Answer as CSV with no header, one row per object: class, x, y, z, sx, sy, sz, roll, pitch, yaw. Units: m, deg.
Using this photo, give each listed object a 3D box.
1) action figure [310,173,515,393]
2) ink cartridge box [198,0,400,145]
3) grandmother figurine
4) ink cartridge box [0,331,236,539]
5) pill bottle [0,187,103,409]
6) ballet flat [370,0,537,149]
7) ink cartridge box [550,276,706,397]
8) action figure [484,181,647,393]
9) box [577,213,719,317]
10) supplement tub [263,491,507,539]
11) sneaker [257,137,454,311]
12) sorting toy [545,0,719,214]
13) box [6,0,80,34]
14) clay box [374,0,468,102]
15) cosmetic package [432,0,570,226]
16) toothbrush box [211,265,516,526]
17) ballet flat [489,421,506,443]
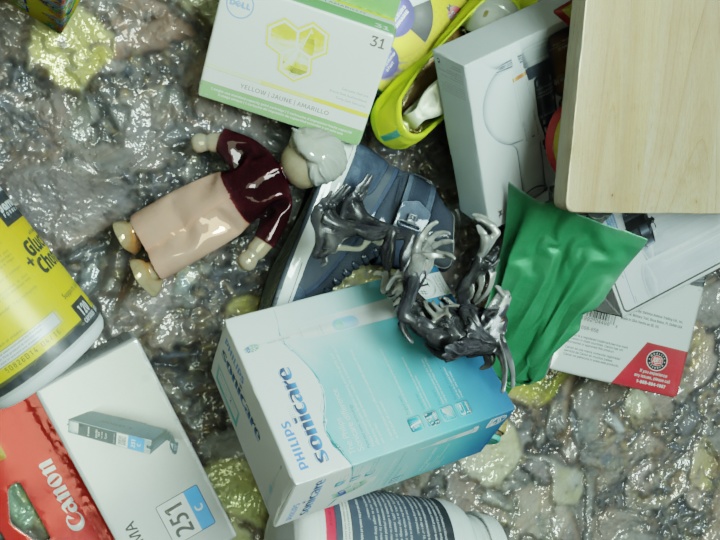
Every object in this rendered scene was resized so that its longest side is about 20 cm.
action figure,0.056,0.001,0.763,0.199,0.119,0.103,39,110,16
ink cartridge box,-0.038,-0.216,0.797,0.144,0.048,0.201,17,123,-6
grandmother figurine,-0.104,-0.062,0.822,0.198,0.061,0.122,-26,93,3
ink cartridge box,-0.226,0.182,0.842,0.175,0.045,0.202,-28,103,-13
pill bottle,-0.299,-0.001,0.764,0.112,0.112,0.201,-38,105,-10
ballet flat,0.090,-0.177,0.838,0.200,0.067,0.067,-45,106,-9
ink cartridge box,0.245,0.003,0.944,0.143,0.084,0.202,14,92,-17
action figure,0.148,0.029,0.842,0.117,0.055,0.201,26,121,12
box,0.278,-0.055,0.874,0.198,0.060,0.118,-24,100,-13
supplement tub,0.019,0.268,0.875,0.198,0.140,0.142,11,93,-17
sneaker,0.001,0.000,0.874,0.145,0.077,0.204,26,87,-15
sorting toy,0.230,-0.149,0.769,0.197,0.069,0.202,-1,101,-24
box,-0.220,-0.299,0.714,0.121,0.192,0.201,30,87,-17
clay box,0.014,-0.226,0.868,0.199,0.048,0.115,37,85,-18
cosmetic package,0.164,-0.145,0.826,0.199,0.052,0.152,-27,128,-17
toothbrush box,-0.001,0.096,0.800,0.198,0.086,0.147,-14,61,-27
ballet flat,0.040,0.117,0.903,0.198,0.071,0.072,8,94,-16
